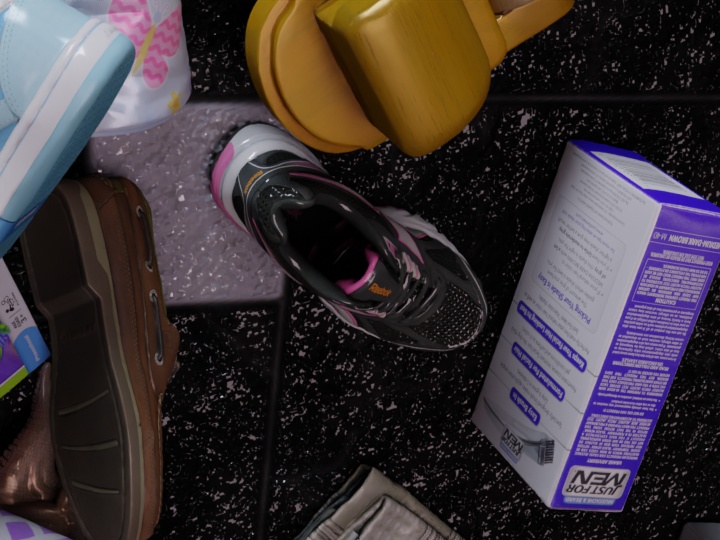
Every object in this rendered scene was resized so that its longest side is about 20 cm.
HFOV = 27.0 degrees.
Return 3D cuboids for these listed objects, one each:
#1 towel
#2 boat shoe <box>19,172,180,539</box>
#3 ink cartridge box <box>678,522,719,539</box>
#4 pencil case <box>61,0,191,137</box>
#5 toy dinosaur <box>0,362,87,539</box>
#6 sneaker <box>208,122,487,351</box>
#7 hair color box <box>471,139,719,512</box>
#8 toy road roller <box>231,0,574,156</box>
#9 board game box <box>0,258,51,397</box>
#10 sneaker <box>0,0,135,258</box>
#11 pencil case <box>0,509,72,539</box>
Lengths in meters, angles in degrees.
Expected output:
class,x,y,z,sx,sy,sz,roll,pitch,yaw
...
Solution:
class,x,y,z,sx,sy,sz,roll,pitch,yaw
towel,0.002,0.249,1.011,0.193,0.035,0.200,-46,122,3
boat shoe,-0.126,0.047,0.803,0.068,0.072,0.202,-9,93,-48
ink cartridge box,0.332,0.285,1.104,0.198,0.145,0.147,6,111,-25
pencil case,-0.134,-0.165,0.726,0.090,0.083,0.202,-22,122,-28
toy dinosaur,-0.194,0.162,0.861,0.134,0.086,0.202,-10,112,-11
sneaker,0.000,0.000,0.861,0.199,0.086,0.081,29,102,-32
hair color box,0.145,0.034,0.927,0.064,0.109,0.202,9,110,-28
toy road roller,0.034,-0.140,0.774,0.199,0.146,0.123,-34,123,-5
board game box,-0.253,0.001,0.744,0.134,0.045,0.201,-43,128,-33
sneaker,-0.208,-0.063,0.699,0.130,0.080,0.201,37,101,-6
pencil case,-0.176,0.179,0.790,0.199,0.084,0.086,27,118,-2
